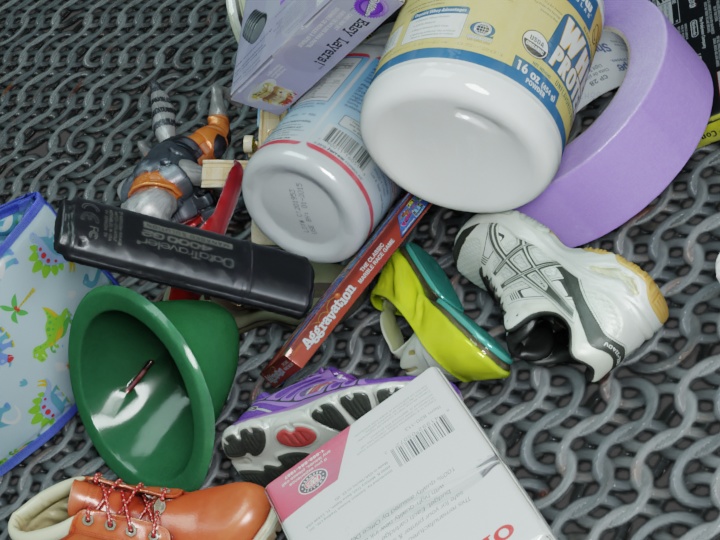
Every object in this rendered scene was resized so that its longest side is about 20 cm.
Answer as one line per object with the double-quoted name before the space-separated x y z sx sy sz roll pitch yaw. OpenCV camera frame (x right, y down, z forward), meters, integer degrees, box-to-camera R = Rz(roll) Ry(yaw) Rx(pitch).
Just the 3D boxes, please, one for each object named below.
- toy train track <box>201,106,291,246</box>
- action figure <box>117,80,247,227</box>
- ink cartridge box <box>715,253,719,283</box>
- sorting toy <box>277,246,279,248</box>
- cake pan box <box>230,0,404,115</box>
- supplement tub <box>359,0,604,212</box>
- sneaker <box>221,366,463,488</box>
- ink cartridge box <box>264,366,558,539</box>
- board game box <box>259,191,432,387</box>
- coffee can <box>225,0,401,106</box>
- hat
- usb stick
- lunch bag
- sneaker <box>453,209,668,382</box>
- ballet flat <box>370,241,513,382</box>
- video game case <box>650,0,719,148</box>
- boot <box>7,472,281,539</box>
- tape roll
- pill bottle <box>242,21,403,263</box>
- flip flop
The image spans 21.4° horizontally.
"toy train track" -0.072 -0.121 1.540 0.115 0.033 0.200 2 82 5
"action figure" -0.191 -0.080 1.707 0.200 0.105 0.194 -22 27 16
"ink cartridge box" 0.344 -0.015 1.170 0.200 0.084 0.146 9 54 46
"sorting toy" 0.011 -0.114 1.631 0.200 0.036 0.185 -28 34 19
"cake pan box" -0.025 -0.241 1.447 0.200 0.052 0.184 -38 41 50
"supplement tub" 0.094 -0.157 1.366 0.145 0.145 0.200 -7 47 36
"sneaker" -0.012 0.096 1.359 0.200 0.081 0.083 -10 36 34
"ink cartridge box" 0.040 0.175 1.210 0.146 0.083 0.200 -35 34 1
"board game box" 0.000 0.000 1.424 0.200 0.019 0.103 -52 2 -17
"coffee can" 0.007 -0.240 1.614 0.200 0.146 0.146 -21 37 30
"hat" -0.110 0.057 1.476 0.166 0.200 0.176 30 38 33
"usb stick" -0.126 -0.008 1.396 0.033 0.200 0.055 127 150 -46
"lunch bag" -0.298 0.049 1.582 0.200 0.170 0.127 -36 35 2
"sneaker" 0.119 0.018 1.336 0.088 0.076 0.200 -47 35 -16
"ballet flat" 0.053 0.045 1.381 0.067 0.067 0.200 -48 28 7
"video game case" 0.307 -0.183 1.456 0.181 0.026 0.200 -22 36 22
"boot" -0.154 0.183 1.354 0.200 0.107 0.075 -20 35 20
"tape roll" 0.164 -0.111 1.432 0.200 0.066 0.200 -33 31 23
"pill bottle" -0.001 -0.106 1.488 0.109 0.109 0.200 -3 37 39
"flip flop" -0.082 0.011 1.536 0.200 0.058 0.081 1 49 42
